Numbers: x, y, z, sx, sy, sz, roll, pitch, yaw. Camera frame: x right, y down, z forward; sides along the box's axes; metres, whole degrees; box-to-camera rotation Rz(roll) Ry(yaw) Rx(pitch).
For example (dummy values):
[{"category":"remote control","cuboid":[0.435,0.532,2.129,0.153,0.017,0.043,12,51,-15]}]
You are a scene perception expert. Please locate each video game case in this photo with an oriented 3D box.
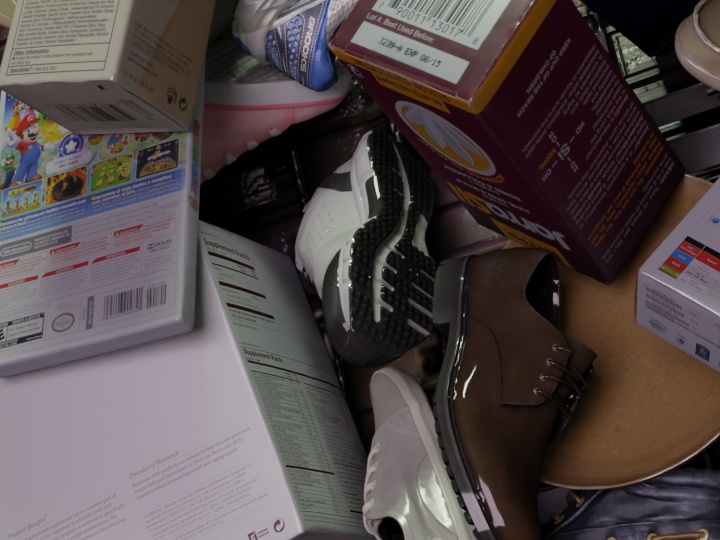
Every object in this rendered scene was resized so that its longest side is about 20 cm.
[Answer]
[{"category":"video game case","cuboid":[-0.157,-0.043,1.314,0.142,0.018,0.201,-14,59,25]}]

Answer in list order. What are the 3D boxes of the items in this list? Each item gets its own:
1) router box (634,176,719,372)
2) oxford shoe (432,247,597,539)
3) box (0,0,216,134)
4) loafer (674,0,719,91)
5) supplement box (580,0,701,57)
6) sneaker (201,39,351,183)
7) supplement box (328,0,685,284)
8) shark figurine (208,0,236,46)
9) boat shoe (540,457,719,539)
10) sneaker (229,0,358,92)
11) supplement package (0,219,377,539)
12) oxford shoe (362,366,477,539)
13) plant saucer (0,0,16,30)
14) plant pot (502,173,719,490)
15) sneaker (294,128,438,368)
[{"category":"router box","cuboid":[0.278,0.003,1.188,0.199,0.049,0.179,32,61,26]},{"category":"oxford shoe","cuboid":[0.088,0.068,1.230,0.084,0.073,0.201,-15,55,22]},{"category":"box","cuboid":[-0.135,-0.187,1.302,0.094,0.078,0.201,2,72,34]},{"category":"loafer","cuboid":[0.273,-0.140,1.225,0.198,0.069,0.076,-2,47,5]},{"category":"supplement box","cuboid":[0.166,-0.255,1.249,0.134,0.200,0.201,-21,74,20]},{"category":"sneaker","cuboid":[-0.101,-0.085,1.423,0.199,0.075,0.105,-6,117,2]},{"category":"supplement box","cuboid":[0.085,-0.089,1.241,0.110,0.200,0.086,26,77,40]},{"category":"shark figurine","cuboid":[-0.044,-0.230,1.405,0.089,0.128,0.215,27,114,-10]},{"category":"boat shoe","cuboid":[0.124,0.158,1.277,0.199,0.071,0.092,-2,72,22]},{"category":"sneaker","cuboid":[0.016,-0.188,1.371,0.085,0.077,0.200,42,86,15]},{"category":"supplement package","cuboid":[-0.114,0.108,1.345,0.190,0.147,0.201,-27,71,17]},{"category":"oxford shoe","cuboid":[0.026,0.124,1.279,0.057,0.076,0.200,-15,37,-4]},{"category":"plant saucer","cuboid":[-0.167,-0.233,1.412,0.199,0.029,0.201,-14,61,26]},{"category":"plant pot","cuboid":[0.151,0.037,1.274,0.199,0.027,0.201,-17,55,25]},{"category":"sneaker","cuboid":[0.000,0.000,1.318,0.080,0.200,0.074,-39,112,25]}]
